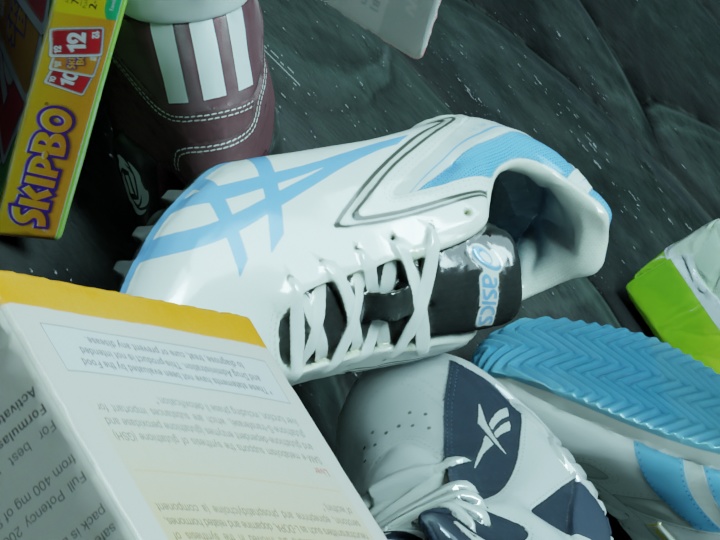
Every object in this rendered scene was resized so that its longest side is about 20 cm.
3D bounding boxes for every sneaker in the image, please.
[{"bbox_3d":[-0.068,-0.057,0.962,0.200,0.075,0.116,-137,-144,-77],"label":"sneaker"},{"bbox_3d":[0.000,0.000,0.877,0.072,0.072,0.200,19,29,36],"label":"sneaker"},{"bbox_3d":[0.125,0.084,1.107,0.200,0.081,0.077,25,25,-10],"label":"sneaker"},{"bbox_3d":[0.013,0.080,0.828,0.130,0.079,0.199,44,27,-45],"label":"sneaker"}]

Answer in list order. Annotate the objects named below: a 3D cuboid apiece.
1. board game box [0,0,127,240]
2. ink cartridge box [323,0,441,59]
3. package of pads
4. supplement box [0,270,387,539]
[{"bbox_3d":[-0.106,-0.108,0.906,0.030,0.096,0.200,7,37,-18],"label":"board game box"},{"bbox_3d":[-0.001,-0.169,0.836,0.047,0.160,0.200,2,25,-39],"label":"ink cartridge box"},{"bbox_3d":[0.224,0.073,1.364,0.200,0.068,0.154,58,20,22],"label":"package of pads"},{"bbox_3d":[-0.032,0.104,0.685,0.200,0.074,0.126,57,19,22],"label":"supplement box"}]
